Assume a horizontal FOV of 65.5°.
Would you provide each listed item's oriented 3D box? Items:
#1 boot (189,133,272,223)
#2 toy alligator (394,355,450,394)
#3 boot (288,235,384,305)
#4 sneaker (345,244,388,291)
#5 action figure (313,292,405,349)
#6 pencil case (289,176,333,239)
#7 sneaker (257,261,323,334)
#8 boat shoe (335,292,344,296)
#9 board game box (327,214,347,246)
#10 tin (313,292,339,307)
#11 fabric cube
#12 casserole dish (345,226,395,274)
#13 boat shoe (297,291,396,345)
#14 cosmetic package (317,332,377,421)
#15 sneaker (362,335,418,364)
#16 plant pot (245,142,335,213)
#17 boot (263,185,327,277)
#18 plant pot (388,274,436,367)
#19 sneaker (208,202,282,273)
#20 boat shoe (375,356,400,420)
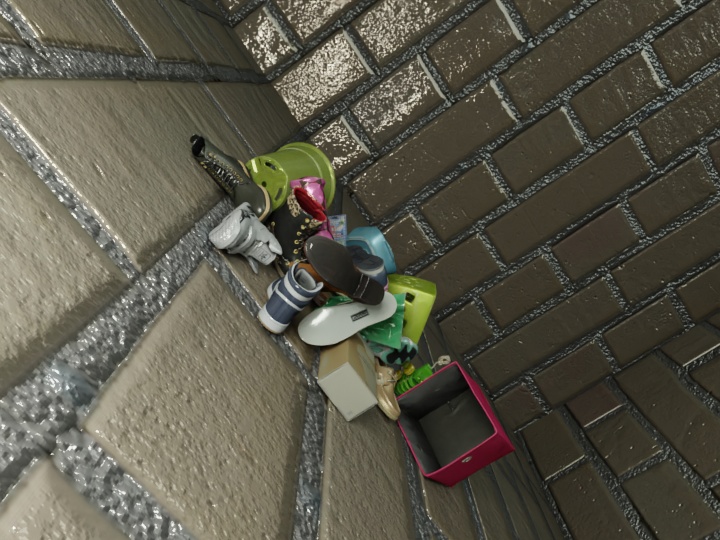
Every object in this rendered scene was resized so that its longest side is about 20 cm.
[{"bbox_3d":[-0.267,-0.182,1.125,0.200,0.078,0.138,47,6,38],"label":"boot"},{"bbox_3d":[0.136,0.263,1.365,0.059,0.199,0.054,47,37,-13],"label":"toy alligator"},{"bbox_3d":[-0.072,-0.008,1.032,0.188,0.069,0.199,31,-11,-35],"label":"boot"},{"bbox_3d":[0.000,0.000,1.268,0.200,0.070,0.083,37,-31,61],"label":"sneaker"},{"bbox_3d":[-0.005,0.098,1.206,0.055,0.198,0.119,55,42,-78],"label":"action figure"},{"bbox_3d":[-0.097,-0.105,1.226,0.094,0.090,0.202,-27,109,-60],"label":"pencil case"},{"bbox_3d":[-0.117,0.031,0.999,0.070,0.109,0.200,37,14,-10],"label":"sneaker"},{"bbox_3d":[0.003,0.044,1.312,0.200,0.066,0.072,32,16,3],"label":"boat shoe"},{"bbox_3d":[-0.076,-0.044,1.480,0.200,0.061,0.202,-161,-115,-76],"label":"board game box"},{"bbox_3d":[-0.107,0.030,1.304,0.200,0.042,0.112,51,7,-29],"label":"tin"},{"bbox_3d":[0.223,0.376,1.347,0.199,0.195,0.201,47,12,-53],"label":"fabric cube"},{"bbox_3d":[0.018,-0.041,1.339,0.200,0.039,0.122,7,-57,66],"label":"casserole dish"},{"bbox_3d":[-0.025,0.096,1.088,0.064,0.198,0.071,138,-65,-77],"label":"boat shoe"},{"bbox_3d":[-0.024,0.188,1.092,0.106,0.071,0.200,54,9,-16],"label":"cosmetic package"},{"bbox_3d":[0.032,0.141,1.296,0.198,0.078,0.140,14,30,-25],"label":"sneaker"},{"bbox_3d":[-0.184,-0.205,1.315,0.201,0.199,0.190,57,21,4],"label":"plant pot"},{"bbox_3d":[-0.120,-0.060,1.155,0.073,0.151,0.201,-14,64,-48],"label":"boot"},{"bbox_3d":[0.076,0.103,1.432,0.180,0.201,0.200,21,9,5],"label":"plant pot"},{"bbox_3d":[-0.197,-0.051,0.994,0.115,0.075,0.200,51,7,-15],"label":"sneaker"},{"bbox_3d":[0.049,0.246,1.288,0.071,0.064,0.201,42,17,-56],"label":"boat shoe"}]
